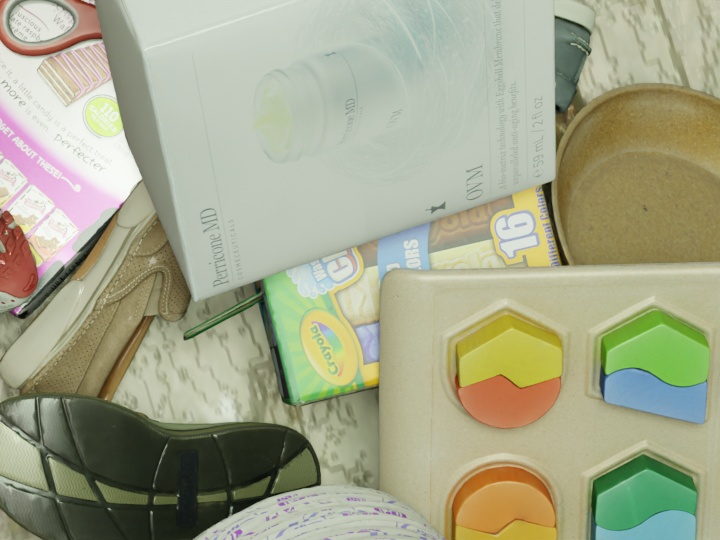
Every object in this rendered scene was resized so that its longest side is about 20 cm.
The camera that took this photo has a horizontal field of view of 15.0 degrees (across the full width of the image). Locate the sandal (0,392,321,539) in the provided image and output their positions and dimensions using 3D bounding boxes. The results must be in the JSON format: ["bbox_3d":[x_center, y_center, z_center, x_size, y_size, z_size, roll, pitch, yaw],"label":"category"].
[{"bbox_3d":[-0.117,0.111,1.467,0.200,0.057,0.080,10,89,-32],"label":"sandal"}]

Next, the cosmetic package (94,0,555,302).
[{"bbox_3d":[-0.018,-0.113,1.315,0.199,0.200,0.123,-18,56,-7],"label":"cosmetic package"}]

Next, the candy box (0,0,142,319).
[{"bbox_3d":[-0.162,-0.091,1.482,0.136,0.061,0.200,45,87,0],"label":"candy box"}]

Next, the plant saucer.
[{"bbox_3d":[0.180,-0.007,1.473,0.199,0.035,0.201,16,54,-23],"label":"plant saucer"}]

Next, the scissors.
[{"bbox_3d":[-0.100,-0.132,1.449,0.199,0.014,0.073,14,85,0],"label":"scissors"}]

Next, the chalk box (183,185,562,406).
[{"bbox_3d":[0.000,0.000,1.458,0.199,0.125,0.125,-12,89,-5],"label":"chalk box"}]

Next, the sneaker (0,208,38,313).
[{"bbox_3d":[-0.236,0.015,1.433,0.078,0.199,0.082,-46,117,-40],"label":"sneaker"}]

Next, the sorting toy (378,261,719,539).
[{"bbox_3d":[0.109,0.085,1.390,0.199,0.037,0.186,0,116,1],"label":"sorting toy"}]

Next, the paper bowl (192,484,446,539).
[{"bbox_3d":[-0.035,0.198,1.366,0.200,0.104,0.201,-15,123,-25],"label":"paper bowl"}]

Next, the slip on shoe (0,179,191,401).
[{"bbox_3d":[-0.113,0.001,1.461,0.061,0.076,0.200,42,102,4],"label":"slip on shoe"}]

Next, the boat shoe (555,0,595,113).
[{"bbox_3d":[0.028,-0.130,1.490,0.199,0.073,0.062,9,84,-8],"label":"boat shoe"}]
